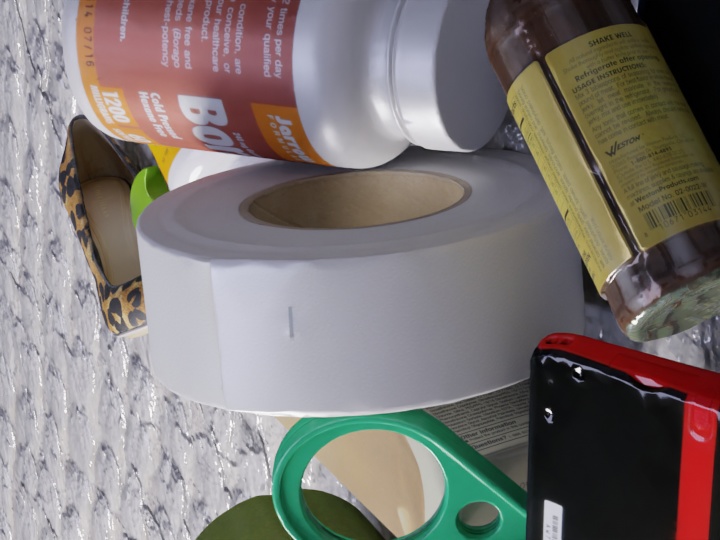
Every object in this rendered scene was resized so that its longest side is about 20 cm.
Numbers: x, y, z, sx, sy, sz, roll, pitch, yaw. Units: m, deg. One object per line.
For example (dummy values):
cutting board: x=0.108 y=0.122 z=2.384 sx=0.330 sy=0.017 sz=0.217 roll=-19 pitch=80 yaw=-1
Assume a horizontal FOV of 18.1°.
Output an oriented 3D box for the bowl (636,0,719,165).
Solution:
bowl: x=0.170 y=-0.060 z=0.839 sx=0.201 sy=0.039 sz=0.201 roll=38 pitch=135 yaw=51

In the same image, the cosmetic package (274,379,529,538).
cosmetic package: x=0.036 y=0.065 z=1.091 sx=0.200 sy=0.105 sz=0.071 roll=41 pitch=137 yaw=52

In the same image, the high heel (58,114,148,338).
high heel: x=-0.147 y=-0.033 z=1.428 sx=0.200 sy=0.071 sz=0.143 roll=0 pitch=109 yaw=72

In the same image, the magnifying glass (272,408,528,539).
magnifying glass: x=0.059 y=0.107 z=0.980 sx=0.022 sy=0.199 sz=0.080 roll=-88 pitch=15 yaw=-63

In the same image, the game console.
game console: x=0.145 y=0.135 z=0.921 sx=0.176 sy=0.031 sz=0.201 roll=18 pitch=120 yaw=34

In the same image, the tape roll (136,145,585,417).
tape roll: x=0.000 y=0.000 z=1.018 sx=0.202 sy=0.202 sz=0.071 roll=23 pitch=122 yaw=58

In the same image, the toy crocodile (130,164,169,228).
toy crocodile: x=-0.071 y=-0.022 z=1.295 sx=0.200 sy=0.067 sz=0.062 roll=19 pitch=118 yaw=60

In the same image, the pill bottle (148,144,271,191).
pill bottle: x=-0.071 y=-0.102 z=1.209 sx=0.200 sy=0.109 sz=0.109 roll=63 pitch=151 yaw=25

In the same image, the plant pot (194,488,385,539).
plant pot: x=-0.019 y=0.218 z=1.210 sx=0.190 sy=0.199 sz=0.201 roll=-120 pitch=28 yaw=-55

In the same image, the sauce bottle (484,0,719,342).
sauce bottle: x=0.089 y=-0.072 z=0.877 sx=0.201 sy=0.065 sz=0.065 roll=68 pitch=152 yaw=19

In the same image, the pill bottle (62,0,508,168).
pill bottle: x=-0.032 y=-0.107 z=1.062 sx=0.199 sy=0.112 sz=0.113 roll=8 pitch=113 yaw=30
